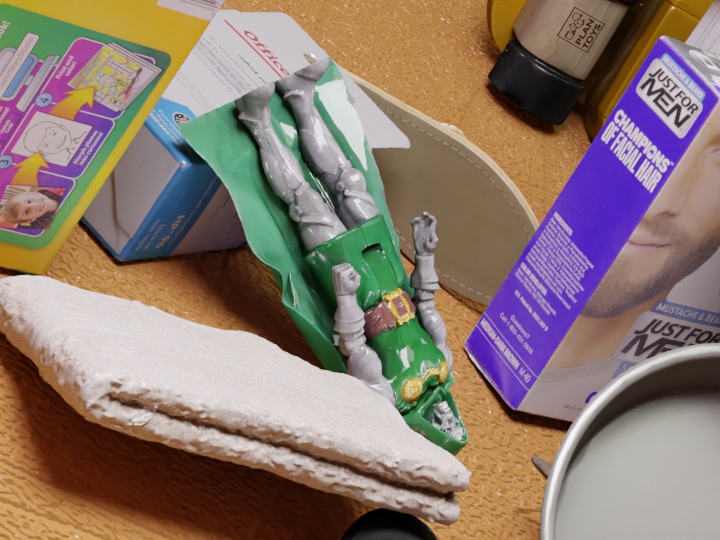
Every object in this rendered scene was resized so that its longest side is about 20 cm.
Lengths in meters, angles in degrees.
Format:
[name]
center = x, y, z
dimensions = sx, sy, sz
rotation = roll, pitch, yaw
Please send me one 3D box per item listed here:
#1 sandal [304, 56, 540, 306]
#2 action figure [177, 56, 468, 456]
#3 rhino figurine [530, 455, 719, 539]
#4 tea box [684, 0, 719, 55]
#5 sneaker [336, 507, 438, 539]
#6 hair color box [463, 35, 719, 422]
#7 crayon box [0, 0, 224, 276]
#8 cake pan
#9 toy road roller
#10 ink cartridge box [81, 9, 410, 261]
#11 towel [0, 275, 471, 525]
[sandal]
center = 0.028, -0.065, 1.600
dimensions = 0.212, 0.078, 0.070
rotation = 35, 30, 11
[action figure]
center = 0.000, 0.000, 1.412
dimensions = 0.118, 0.055, 0.200
rotation = -29, 95, -43
[rhino figurine]
center = 0.165, 0.141, 1.429
dimensions = 0.200, 0.060, 0.087
rotation = 29, 8, -11
[tea box]
center = 0.248, -0.026, 1.663
dimensions = 0.196, 0.200, 0.134
rotation = 20, 28, -32
[sneaker]
center = 0.029, 0.147, 1.217
dimensions = 0.076, 0.088, 0.200
rotation = 29, 25, -12
[hair color box]
center = 0.154, -0.013, 1.516
dimensions = 0.109, 0.200, 0.065
rotation = 13, 26, -39
[crayon box]
center = -0.148, -0.097, 1.289
dimensions = 0.119, 0.200, 0.058
rotation = 15, 33, -38
[cake pan]
center = 0.173, 0.134, 1.358
dimensions = 0.200, 0.037, 0.201
rotation = 5, 70, -14
[toy road roller]
center = 0.176, -0.146, 1.883
dimensions = 0.200, 0.123, 0.146
rotation = 28, 15, -15
[ink cartridge box]
center = -0.078, -0.072, 1.489
dimensions = 0.116, 0.068, 0.200
rotation = 48, 28, 22
[towel]
center = -0.055, 0.054, 1.287
dimensions = 0.200, 0.035, 0.133
rotation = 18, 9, -29
